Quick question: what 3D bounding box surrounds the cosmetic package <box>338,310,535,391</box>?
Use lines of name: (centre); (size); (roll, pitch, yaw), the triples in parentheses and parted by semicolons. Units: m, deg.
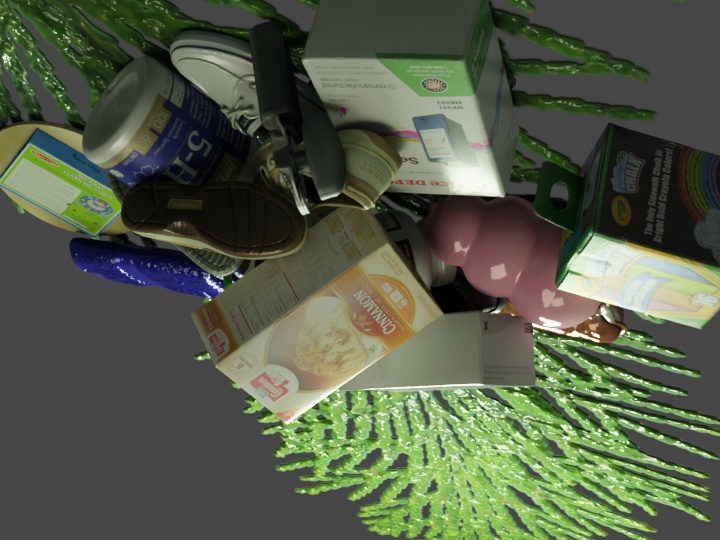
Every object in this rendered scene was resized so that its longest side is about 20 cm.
cosmetic package: (0.083, 0.092, 1.265); (0.199, 0.082, 0.112); (-6, 171, 42)

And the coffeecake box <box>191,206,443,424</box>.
coffeecake box: (-0.039, 0.043, 1.124); (0.199, 0.073, 0.154); (-35, 143, 5)

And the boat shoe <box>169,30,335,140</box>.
boat shoe: (-0.096, -0.162, 1.102); (0.198, 0.067, 0.074); (23, 152, -7)

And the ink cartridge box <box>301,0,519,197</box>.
ink cartridge box: (0.052, -0.154, 1.012); (0.144, 0.088, 0.200); (5, 154, 20)

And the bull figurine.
bull figurine: (0.211, 0.034, 1.326); (0.198, 0.066, 0.122); (8, 150, 15)

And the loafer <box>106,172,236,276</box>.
loafer: (-0.207, -0.065, 1.287); (0.200, 0.075, 0.070); (46, 178, 8)

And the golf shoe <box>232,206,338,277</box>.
golf shoe: (-0.039, -0.054, 1.153); (0.199, 0.092, 0.073); (-38, 137, 1)

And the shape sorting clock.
shape sorting clock: (-0.348, -0.109, 1.368); (0.198, 0.040, 0.201); (12, 149, 8)

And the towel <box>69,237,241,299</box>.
towel: (-0.258, 0.001, 1.472); (0.198, 0.050, 0.148); (7, 175, 16)

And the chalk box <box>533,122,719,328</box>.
chalk box: (0.259, -0.046, 1.087); (0.198, 0.126, 0.124); (16, 153, 0)

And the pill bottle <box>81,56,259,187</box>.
pill bottle: (-0.173, -0.116, 1.176); (0.199, 0.121, 0.119); (33, 148, -33)

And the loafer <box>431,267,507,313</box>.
loafer: (0.082, 0.027, 1.338); (0.063, 0.073, 0.199); (-18, -171, -38)

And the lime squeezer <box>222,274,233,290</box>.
lime squeezer: (-0.176, -0.043, 1.373); (0.037, 0.071, 0.200); (9, -163, -34)

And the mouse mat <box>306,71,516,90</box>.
mouse mat: (0.037, -0.169, 1.095); (0.160, 0.008, 0.200); (23, 153, -15)

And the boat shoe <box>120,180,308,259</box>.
boat shoe: (-0.131, -0.046, 1.103); (0.198, 0.072, 0.076); (13, 167, 25)

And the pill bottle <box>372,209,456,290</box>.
pill bottle: (0.000, 0.000, 1.251); (0.198, 0.113, 0.113); (-13, 158, -16)

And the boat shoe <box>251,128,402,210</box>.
boat shoe: (-0.044, -0.083, 1.050); (0.200, 0.064, 0.073); (3, 149, 49)

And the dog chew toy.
dog chew toy: (0.161, -0.020, 1.198); (0.198, 0.125, 0.125); (22, 153, 3)

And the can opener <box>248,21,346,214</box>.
can opener: (-0.053, -0.139, 1.010); (0.066, 0.202, 0.053); (-14, 147, 6)
